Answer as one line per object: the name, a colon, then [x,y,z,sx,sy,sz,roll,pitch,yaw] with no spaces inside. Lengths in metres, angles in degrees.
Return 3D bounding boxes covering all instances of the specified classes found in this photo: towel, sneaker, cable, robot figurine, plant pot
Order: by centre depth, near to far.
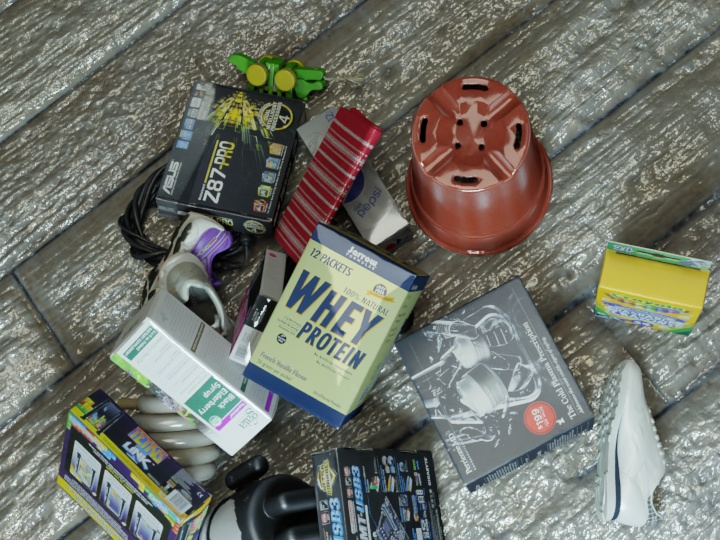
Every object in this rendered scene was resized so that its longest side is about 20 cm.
robot figurine: [-0.117,0.321,1.606,0.124,0.199,0.151,36,50,-19]
sneaker: [0.337,0.213,1.635,0.079,0.076,0.203,6,81,-2]
towel: [-0.042,-0.109,1.679,0.022,0.145,0.202,26,98,-23]
plant pot: [0.146,-0.142,1.682,0.198,0.195,0.204,-2,75,7]
sneaker: [-0.193,0.078,1.684,0.075,0.201,0.092,-31,31,-6]
sneaker: [-0.231,0.021,1.735,0.083,0.081,0.201,24,117,-22]
cable: [-0.235,-0.080,1.799,0.197,0.051,0.166,2,76,10]

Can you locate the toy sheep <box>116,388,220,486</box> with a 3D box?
toy sheep: [-0.241,0.206,1.687,0.136,0.138,0.203,-5,93,7]

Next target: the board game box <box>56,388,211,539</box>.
board game box: [-0.281,0.269,1.625,0.200,0.166,0.057,41,50,16]

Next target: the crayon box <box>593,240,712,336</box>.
crayon box: [0.351,0.025,1.606,0.124,0.200,0.052,12,77,12]

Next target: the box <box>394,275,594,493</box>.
box: [0.167,0.144,1.653,0.180,0.104,0.202,-28,73,2]

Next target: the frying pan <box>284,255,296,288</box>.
frying pan: [-0.051,0.055,1.746,0.113,0.031,0.193,-3,80,6]

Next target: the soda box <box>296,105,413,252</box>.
soda box: [-0.007,-0.116,1.765,0.063,0.068,0.201,-31,74,0]

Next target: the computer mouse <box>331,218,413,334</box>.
computer mouse: [0.000,0.000,1.724,0.059,0.034,0.200,-41,91,-12]

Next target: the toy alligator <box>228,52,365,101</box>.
toy alligator: [-0.090,-0.258,1.824,0.197,0.059,0.055,12,118,11]

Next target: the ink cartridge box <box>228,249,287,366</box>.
ink cartridge box: [-0.126,0.037,1.668,0.037,0.200,0.096,24,109,-7]

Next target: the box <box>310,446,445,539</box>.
box: [0.028,0.315,1.584,0.049,0.197,0.203,-19,72,36]

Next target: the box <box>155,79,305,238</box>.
box: [-0.171,-0.151,1.775,0.159,0.049,0.202,11,61,6]

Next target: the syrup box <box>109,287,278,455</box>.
syrup box: [-0.198,0.124,1.612,0.200,0.082,0.079,42,114,-14]

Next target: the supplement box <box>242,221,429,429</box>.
supplement box: [-0.024,0.063,1.613,0.133,0.200,0.202,28,93,7]
